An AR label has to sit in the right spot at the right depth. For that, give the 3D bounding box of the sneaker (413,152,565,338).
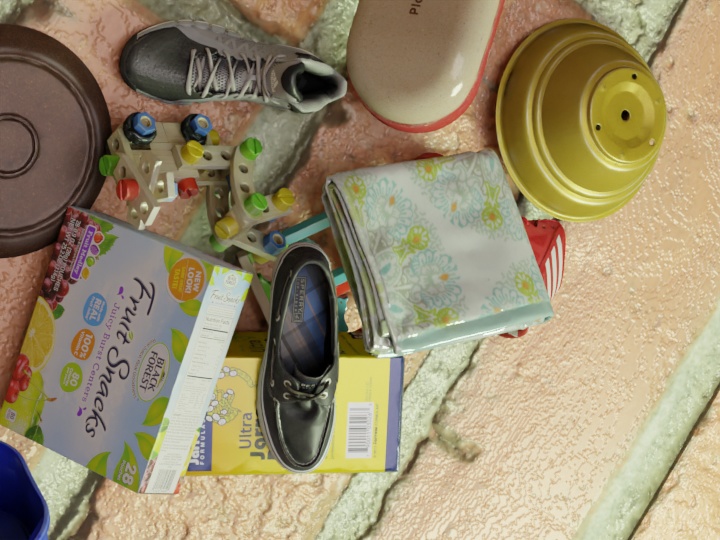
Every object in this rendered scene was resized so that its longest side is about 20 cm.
[{"bbox_3d":[0.126,-0.043,1.646,0.115,0.078,0.201,-41,108,-41],"label":"sneaker"}]

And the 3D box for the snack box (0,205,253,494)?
[{"bbox_3d":[-0.201,0.067,1.434,0.068,0.168,0.201,11,99,-61],"label":"snack box"}]

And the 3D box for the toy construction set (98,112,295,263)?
[{"bbox_3d":[-0.149,-0.072,1.451,0.199,0.092,0.132,7,57,-55],"label":"toy construction set"}]

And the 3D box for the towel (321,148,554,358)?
[{"bbox_3d":[0.070,-0.018,1.512,0.199,0.048,0.172,-10,78,-33],"label":"towel"}]

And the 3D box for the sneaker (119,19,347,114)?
[{"bbox_3d":[-0.102,-0.175,1.468,0.199,0.115,0.076,1,100,-26],"label":"sneaker"}]

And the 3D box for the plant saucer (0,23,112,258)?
[{"bbox_3d":[-0.302,-0.107,1.431,0.199,0.034,0.202,-6,103,-26],"label":"plant saucer"}]

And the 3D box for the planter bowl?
[{"bbox_3d":[0.236,-0.148,1.638,0.199,0.083,0.202,0,90,-29],"label":"planter bowl"}]

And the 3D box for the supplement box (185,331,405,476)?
[{"bbox_3d":[-0.069,0.118,1.523,0.198,0.109,0.110,0,100,-13],"label":"supplement box"}]

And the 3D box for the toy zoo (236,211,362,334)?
[{"bbox_3d":[0.000,0.000,1.575,0.199,0.020,0.132,-24,111,-3],"label":"toy zoo"}]

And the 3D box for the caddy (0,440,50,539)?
[{"bbox_3d":[-0.333,0.211,1.394,0.141,0.200,0.106,-17,124,-21],"label":"caddy"}]

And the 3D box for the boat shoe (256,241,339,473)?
[{"bbox_3d":[-0.046,0.079,1.430,0.069,0.066,0.202,4,98,-12],"label":"boat shoe"}]

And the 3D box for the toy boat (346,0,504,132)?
[{"bbox_3d":[0.069,-0.218,1.541,0.131,0.130,0.201,47,58,-64],"label":"toy boat"}]
